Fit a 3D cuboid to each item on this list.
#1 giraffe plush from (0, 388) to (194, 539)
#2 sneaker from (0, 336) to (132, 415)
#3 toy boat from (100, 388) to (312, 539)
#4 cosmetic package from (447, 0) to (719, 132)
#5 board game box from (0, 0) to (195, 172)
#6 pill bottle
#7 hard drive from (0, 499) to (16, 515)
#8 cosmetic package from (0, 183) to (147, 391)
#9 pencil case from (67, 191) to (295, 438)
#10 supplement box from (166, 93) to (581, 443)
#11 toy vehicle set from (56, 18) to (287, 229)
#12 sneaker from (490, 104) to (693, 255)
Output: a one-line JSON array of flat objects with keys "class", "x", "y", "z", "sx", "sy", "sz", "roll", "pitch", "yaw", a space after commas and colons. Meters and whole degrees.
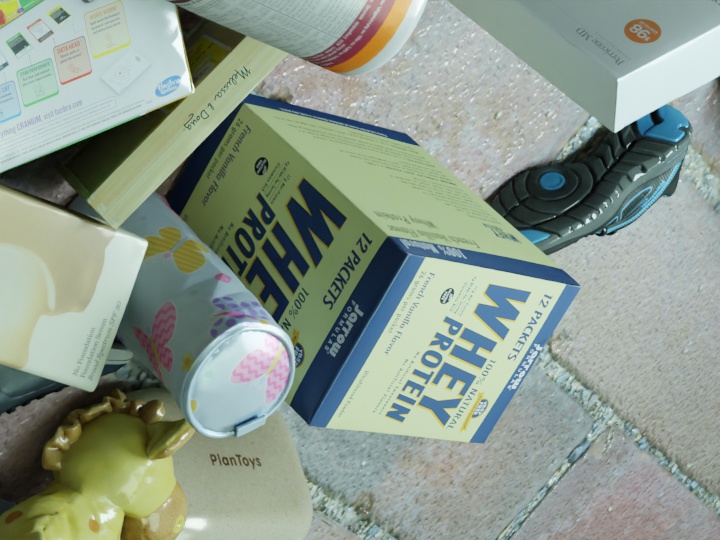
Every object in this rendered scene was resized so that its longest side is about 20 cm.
[{"class": "giraffe plush", "x": -0.180, "y": 0.160, "z": 1.679, "sx": 0.162, "sy": 0.172, "sz": 0.201, "roll": -51, "pitch": 151, "yaw": -28}, {"class": "sneaker", "x": -0.248, "y": 0.091, "z": 1.685, "sx": 0.201, "sy": 0.077, "sz": 0.147, "roll": 2, "pitch": 113, "yaw": -38}, {"class": "toy boat", "x": -0.139, "y": 0.161, "z": 1.866, "sx": 0.130, "sy": 0.131, "sz": 0.199, "roll": -33, "pitch": 156, "yaw": 34}, {"class": "cosmetic package", "x": 0.162, "y": -0.190, "z": 1.750, "sx": 0.150, "sy": 0.200, "sz": 0.052, "roll": -30, "pitch": 141, "yaw": -24}, {"class": "board game box", "x": -0.183, "y": -0.171, "z": 1.487, "sx": 0.152, "sy": 0.040, "sz": 0.201, "roll": -24, "pitch": 119, "yaw": -29}, {"class": "pill bottle", "x": -0.063, "y": -0.191, "z": 1.468, "sx": 0.199, "sy": 0.110, "sz": 0.110, "roll": 21, "pitch": 109, "yaw": -32}, {"class": "hard drive", "x": -0.212, "y": 0.247, "z": 1.835, "sx": 0.201, "sy": 0.139, "sz": 0.038, "roll": 89, "pitch": 23, "yaw": -45}, {"class": "cosmetic package", "x": -0.236, "y": -0.006, "z": 1.561, "sx": 0.199, "sy": 0.071, "sz": 0.106, "roll": 19, "pitch": 91, "yaw": -39}, {"class": "pencil case", "x": -0.122, "y": 0.024, "z": 1.664, "sx": 0.083, "sy": 0.200, "sz": 0.091, "roll": -12, "pitch": 126, "yaw": -30}, {"class": "supplement box", "x": 0.000, "y": 0.000, "z": 1.763, "sx": 0.199, "sy": 0.200, "sz": 0.135, "roll": 10, "pitch": 117, "yaw": -50}, {"class": "toy vehicle set", "x": -0.102, "y": -0.115, "z": 1.618, "sx": 0.200, "sy": 0.124, "sz": 0.027, "roll": -46, "pitch": 109, "yaw": -2}, {"class": "sneaker", "x": 0.178, "y": -0.049, "z": 2.015, "sx": 0.199, "sy": 0.073, "sz": 0.082, "roll": -30, "pitch": 143, "yaw": -22}]
